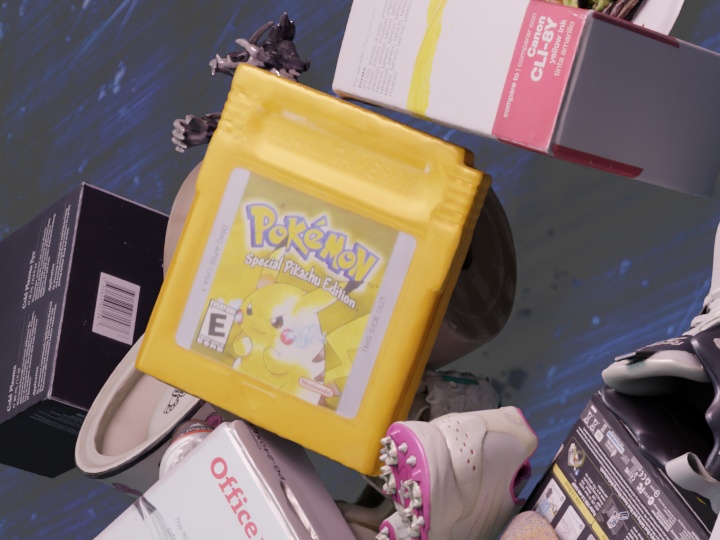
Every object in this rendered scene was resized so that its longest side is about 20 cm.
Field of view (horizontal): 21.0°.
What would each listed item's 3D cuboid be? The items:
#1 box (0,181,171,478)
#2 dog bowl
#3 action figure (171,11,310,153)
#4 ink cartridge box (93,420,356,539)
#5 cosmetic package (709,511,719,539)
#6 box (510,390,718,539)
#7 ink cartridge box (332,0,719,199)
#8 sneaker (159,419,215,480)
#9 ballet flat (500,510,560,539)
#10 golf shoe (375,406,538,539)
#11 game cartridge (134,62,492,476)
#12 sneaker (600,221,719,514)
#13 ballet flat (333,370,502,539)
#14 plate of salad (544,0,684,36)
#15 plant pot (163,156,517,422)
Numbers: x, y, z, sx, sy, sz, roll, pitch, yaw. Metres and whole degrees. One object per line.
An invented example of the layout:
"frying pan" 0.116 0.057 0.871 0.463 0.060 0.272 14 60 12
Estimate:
"box" -0.255 0.056 1.693 0.182 0.103 0.202 -25 51 49
"dog bowl" -0.115 0.091 1.422 0.200 0.074 0.201 -39 22 19
"action figure" -0.087 -0.130 1.538 0.119 0.101 0.201 -62 31 34
"ink cartridge box" -0.094 0.209 1.198 0.200 0.083 0.146 -42 65 19
"cosmetic package" 0.230 0.103 0.888 0.071 0.101 0.202 20 89 60
"box" 0.141 0.185 1.033 0.162 0.049 0.200 -59 32 15
"ink cartridge box" 0.100 -0.114 1.141 0.199 0.144 0.084 21 99 48
"sneaker" -0.094 0.192 1.319 0.082 0.076 0.202 -118 24 -71
"ballet flat" 0.078 0.212 1.008 0.068 0.067 0.202 -44 40 43
"golf shoe" 0.059 0.150 1.136 0.201 0.091 0.076 93 152 -54
"game cartridge" -0.030 -0.002 1.169 0.175 0.032 0.202 22 98 20
"sneaker" 0.179 0.035 0.981 0.079 0.129 0.201 -28 49 47
"ballet flat" 0.016 0.143 1.241 0.201 0.071 0.072 -60 32 16
"plate of salad" 0.143 -0.187 1.253 0.200 0.048 0.202 -34 46 44
"plant pot" 0.000 0.000 1.260 0.172 0.199 0.202 -12 61 37
